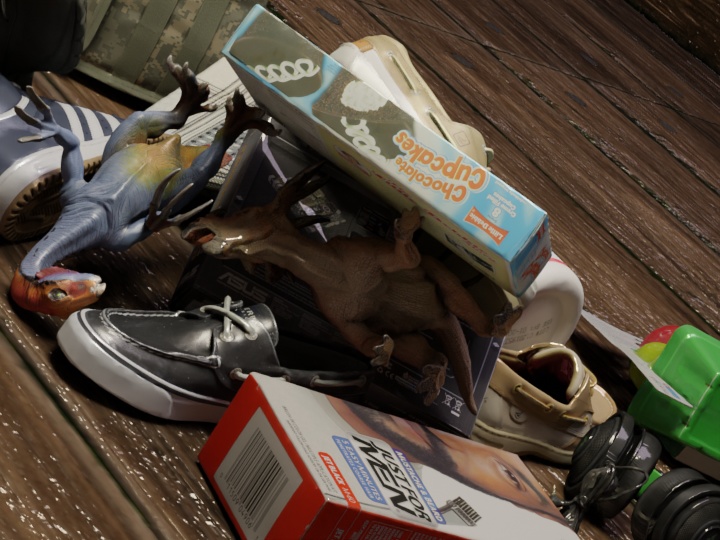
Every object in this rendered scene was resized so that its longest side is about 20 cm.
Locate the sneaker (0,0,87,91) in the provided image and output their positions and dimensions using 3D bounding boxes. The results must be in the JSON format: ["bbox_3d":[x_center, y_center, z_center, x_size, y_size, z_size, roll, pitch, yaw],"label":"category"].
[{"bbox_3d":[-0.228,-0.151,1.211,0.090,0.200,0.077,5,70,-29],"label":"sneaker"}]

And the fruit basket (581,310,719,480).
[{"bbox_3d":[0.263,0.097,1.557,0.184,0.094,0.200,26,4,-24],"label":"fruit basket"}]

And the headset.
[{"bbox_3d":[0.179,0.156,1.285,0.123,0.094,0.200,38,3,26],"label":"headset"}]

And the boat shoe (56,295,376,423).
[{"bbox_3d":[-0.074,0.047,1.092,0.199,0.068,0.072,21,22,-36],"label":"boat shoe"}]

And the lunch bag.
[{"bbox_3d":[-0.173,-0.227,1.460,0.199,0.165,0.118,23,14,-26],"label":"lunch bag"}]

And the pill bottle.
[{"bbox_3d":[0.060,-0.014,1.413,0.108,0.109,0.200,11,29,-50],"label":"pill bottle"}]

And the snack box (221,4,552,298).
[{"bbox_3d":[0.018,-0.064,1.102,0.199,0.037,0.116,37,-4,11],"label":"snack box"}]

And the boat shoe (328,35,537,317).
[{"bbox_3d":[0.049,-0.060,1.202,0.068,0.075,0.200,-36,88,-27],"label":"boat shoe"}]

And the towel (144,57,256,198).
[{"bbox_3d":[-0.051,-0.094,1.371,0.191,0.035,0.200,18,29,22],"label":"towel"}]

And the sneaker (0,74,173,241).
[{"bbox_3d":[-0.195,-0.083,1.213,0.108,0.070,0.200,40,22,12],"label":"sneaker"}]

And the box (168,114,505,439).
[{"bbox_3d":[0.000,0.000,1.226,0.199,0.048,0.159,29,60,-13],"label":"box"}]

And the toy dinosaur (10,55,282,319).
[{"bbox_3d":[-0.128,-0.033,1.130,0.105,0.182,0.200,33,-18,20],"label":"toy dinosaur"}]

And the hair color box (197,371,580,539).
[{"bbox_3d":[0.023,0.131,1.054,0.199,0.064,0.111,21,21,-38],"label":"hair color box"}]

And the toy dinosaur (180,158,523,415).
[{"bbox_3d":[0.006,0.005,1.141,0.200,0.086,0.135,36,-2,-39],"label":"toy dinosaur"}]

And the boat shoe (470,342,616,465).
[{"bbox_3d":[0.127,0.085,1.340,0.074,0.069,0.199,44,20,28],"label":"boat shoe"}]
